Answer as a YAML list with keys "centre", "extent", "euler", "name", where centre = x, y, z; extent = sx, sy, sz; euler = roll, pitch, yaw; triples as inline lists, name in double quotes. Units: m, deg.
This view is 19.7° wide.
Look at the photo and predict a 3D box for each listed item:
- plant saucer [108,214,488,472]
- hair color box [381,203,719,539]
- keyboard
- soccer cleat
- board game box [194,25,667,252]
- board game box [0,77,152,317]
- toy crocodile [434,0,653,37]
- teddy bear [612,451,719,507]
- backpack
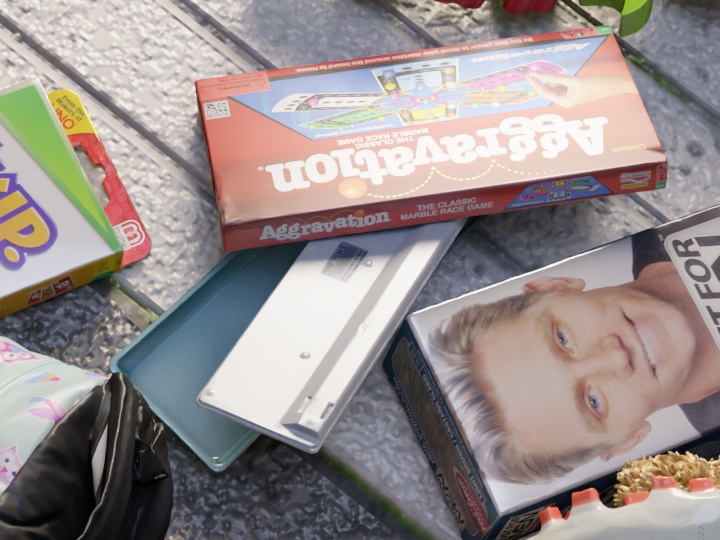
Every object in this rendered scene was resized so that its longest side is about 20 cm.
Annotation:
- centre: [-0.021, 0.005, 0.940]
  extent: [0.070, 0.019, 0.200]
  euler: [43, 66, 9]
  name: "plant saucer"
- centre: [0.122, 0.042, 0.928]
  extent: [0.200, 0.061, 0.100]
  euler: [-20, 71, -18]
  name: "hair color box"
- centre: [0.000, 0.000, 0.901]
  extent: [0.056, 0.011, 0.200]
  euler: [17, 47, 20]
  name: "keyboard"
- centre: [0.074, 0.138, 0.827]
  extent: [0.069, 0.200, 0.078]
  euler: [11, 60, -57]
  name: "soccer cleat"
- centre: [0.030, -0.062, 0.943]
  extent: [0.199, 0.019, 0.103]
  euler: [-8, 45, -6]
  name: "board game box"
- centre: [-0.198, -0.015, 0.910]
  extent: [0.200, 0.030, 0.096]
  euler: [-22, 73, -22]
  name: "board game box"
- centre: [0.045, -0.155, 0.996]
  extent: [0.199, 0.068, 0.062]
  euler: [10, 65, -7]
  name: "toy crocodile"
- centre: [0.154, 0.135, 0.845]
  extent: [0.200, 0.067, 0.145]
  euler: [-18, 67, 25]
  name: "teddy bear"
- centre: [-0.155, 0.117, 0.788]
  extent: [0.126, 0.167, 0.200]
  euler: [17, 56, 15]
  name: "backpack"
